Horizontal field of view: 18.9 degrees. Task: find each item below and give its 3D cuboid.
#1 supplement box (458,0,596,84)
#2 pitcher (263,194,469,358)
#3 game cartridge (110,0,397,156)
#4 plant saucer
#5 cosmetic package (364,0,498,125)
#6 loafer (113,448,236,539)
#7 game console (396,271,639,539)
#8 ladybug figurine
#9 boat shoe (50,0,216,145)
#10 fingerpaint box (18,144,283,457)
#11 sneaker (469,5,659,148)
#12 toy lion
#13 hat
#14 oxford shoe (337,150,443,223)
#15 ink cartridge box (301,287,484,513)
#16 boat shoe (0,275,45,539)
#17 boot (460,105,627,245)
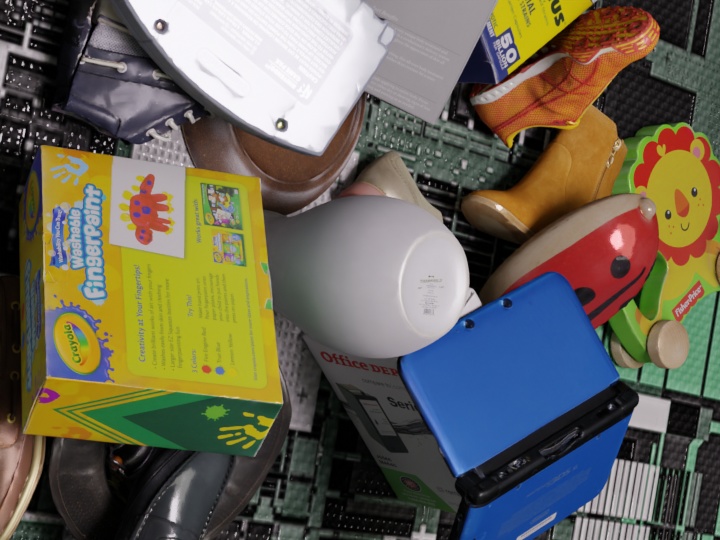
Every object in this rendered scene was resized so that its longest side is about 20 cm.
[{"bbox_3d":[0.119,-0.253,1.820,0.200,0.109,0.110,-41,122,-35],"label":"supplement box"},{"bbox_3d":[0.000,0.000,1.665,0.171,0.199,0.123,-4,98,-46],"label":"pitcher"},{"bbox_3d":[-0.080,-0.178,1.549,0.200,0.041,0.134,39,75,-25],"label":"game cartridge"},{"bbox_3d":[-0.059,-0.141,1.707,0.199,0.032,0.202,-8,102,-46],"label":"plant saucer"},{"bbox_3d":[0.050,-0.227,1.661,0.106,0.090,0.201,26,97,-17],"label":"cosmetic package"},{"bbox_3d":[-0.146,0.203,1.548,0.068,0.070,0.201,30,94,-37],"label":"loafer"},{"bbox_3d":[0.114,0.126,1.718,0.199,0.118,0.172,-26,144,-38],"label":"game console"},{"bbox_3d":[0.186,0.008,1.866,0.135,0.200,0.072,2,54,-45],"label":"ladybug figurine"},{"bbox_3d":[-0.136,-0.127,1.587,0.199,0.075,0.094,20,86,-23],"label":"boat shoe"},{"bbox_3d":[-0.149,0.022,1.493,0.165,0.074,0.201,7,50,-20],"label":"fingerpaint box"},{"bbox_3d":[0.183,-0.166,1.834,0.077,0.199,0.073,48,49,-18],"label":"sneaker"},{"bbox_3d":[0.288,-0.034,2.061,0.200,0.068,0.193,-44,117,-33],"label":"toy lion"},{"bbox_3d":[-0.153,0.116,1.606,0.199,0.081,0.203,-10,111,-27],"label":"hat"},{"bbox_3d":[0.056,-0.010,1.814,0.074,0.070,0.201,-52,128,-32],"label":"oxford shoe"},{"bbox_3d":[0.061,0.105,1.777,0.084,0.145,0.201,-49,126,-28],"label":"ink cartridge box"},{"bbox_3d":[-0.259,0.100,1.507,0.067,0.072,0.202,25,71,-39],"label":"boat shoe"},{"bbox_3d":[0.166,-0.087,1.911,0.201,0.070,0.145,30,80,-56],"label":"boot"}]
